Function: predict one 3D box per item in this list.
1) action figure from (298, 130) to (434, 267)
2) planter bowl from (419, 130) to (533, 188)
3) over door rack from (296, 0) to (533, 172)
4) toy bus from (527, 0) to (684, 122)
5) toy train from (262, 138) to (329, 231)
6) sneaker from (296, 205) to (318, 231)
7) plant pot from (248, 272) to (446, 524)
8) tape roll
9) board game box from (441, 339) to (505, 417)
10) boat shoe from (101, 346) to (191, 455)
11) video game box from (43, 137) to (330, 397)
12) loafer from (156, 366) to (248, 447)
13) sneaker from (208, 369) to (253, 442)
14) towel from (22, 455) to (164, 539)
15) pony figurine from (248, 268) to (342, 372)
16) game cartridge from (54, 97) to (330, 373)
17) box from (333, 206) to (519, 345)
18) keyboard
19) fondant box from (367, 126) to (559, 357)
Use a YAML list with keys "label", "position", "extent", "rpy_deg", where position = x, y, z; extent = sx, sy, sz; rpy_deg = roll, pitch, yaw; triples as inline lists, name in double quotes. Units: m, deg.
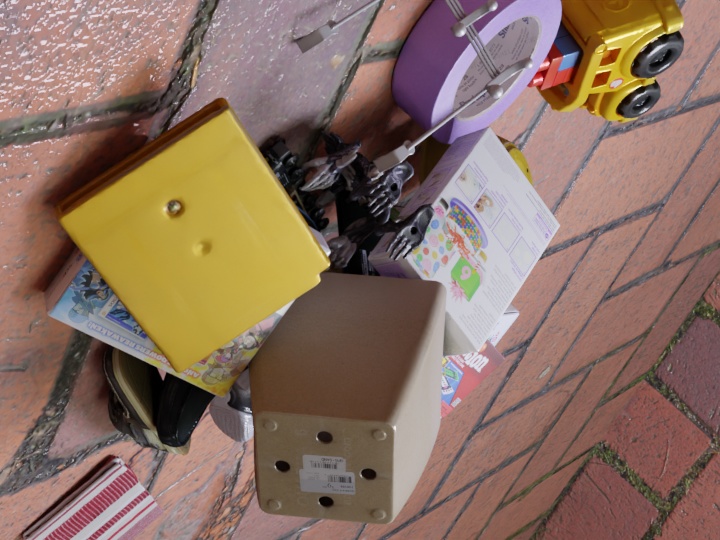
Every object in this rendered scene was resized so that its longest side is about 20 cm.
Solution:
- label: "action figure"
  position: [-0.008, -0.073, 1.477]
  extent: [0.102, 0.200, 0.120]
  rpy_deg: [-34, 112, -13]
- label: "planter bowl"
  position: [0.146, -0.091, 1.692]
  extent: [0.200, 0.083, 0.203]
  rpy_deg: [17, 70, -60]
- label: "over door rack"
  position: [0.062, -0.207, 1.390]
  extent: [0.199, 0.149, 0.066]
  rpy_deg: [-37, -172, -26]
- label: "toy bus"
  position: [0.266, -0.253, 1.754]
  extent: [0.191, 0.136, 0.201]
  rpy_deg: [-23, 154, -20]
- label: "toy train"
  position: [-0.071, -0.077, 1.531]
  extent: [0.046, 0.034, 0.200]
  rpy_deg: [-39, 158, -6]
- label: "sneaker"
  position: [-0.110, -0.029, 1.450]
  extent: [0.071, 0.083, 0.199]
  rpy_deg: [-46, 153, 22]
- label: "plant pot"
  position: [-0.023, 0.136, 1.454]
  extent: [0.178, 0.197, 0.202]
  rpy_deg: [-78, 171, -53]
- label: "tape roll"
  position: [0.126, -0.236, 1.586]
  extent: [0.200, 0.066, 0.201]
  rpy_deg: [-40, 158, -19]
- label: "board game box"
  position: [0.089, 0.094, 1.647]
  extent: [0.103, 0.019, 0.200]
  rpy_deg: [-44, 145, 1]
- label: "boat shoe"
  position: [-0.236, 0.144, 1.553]
  extent: [0.064, 0.074, 0.201]
  rpy_deg: [-9, 144, 11]
- label: "video game box"
  position: [-0.157, 0.002, 1.344]
  extent: [0.199, 0.047, 0.183]
  rpy_deg: [29, 104, -29]
- label: "loafer"
  position: [-0.152, 0.093, 1.535]
  extent: [0.068, 0.070, 0.202]
  rpy_deg: [63, 47, -67]
- label: "sneaker"
  position: [-0.118, 0.104, 1.712]
  extent: [0.114, 0.075, 0.201]
  rpy_deg: [-43, 156, -38]
- label: "towel"
  position: [-0.315, 0.298, 1.739]
  extent: [0.144, 0.023, 0.200]
  rpy_deg: [-40, 156, -12]
- label: "pony figurine"
  position: [-0.035, 0.103, 1.654]
  extent: [0.166, 0.194, 0.201]
  rpy_deg: [-17, -152, 41]
- label: "game cartridge"
  position: [-0.142, -0.027, 1.291]
  extent: [0.175, 0.033, 0.201]
  rpy_deg: [-32, 125, 1]
- label: "box"
  position: [0.059, 0.053, 1.777]
  extent: [0.177, 0.200, 0.096]
  rpy_deg: [-54, 157, 20]
- label: "keyboard"
  position: [0.000, 0.000, 1.629]
  extent: [0.039, 0.202, 0.104]
  rpy_deg: [-13, 165, 35]
- label: "fondant box"
  position: [0.113, -0.031, 1.551]
  extent: [0.058, 0.145, 0.201]
  rpy_deg: [-13, -148, 49]
